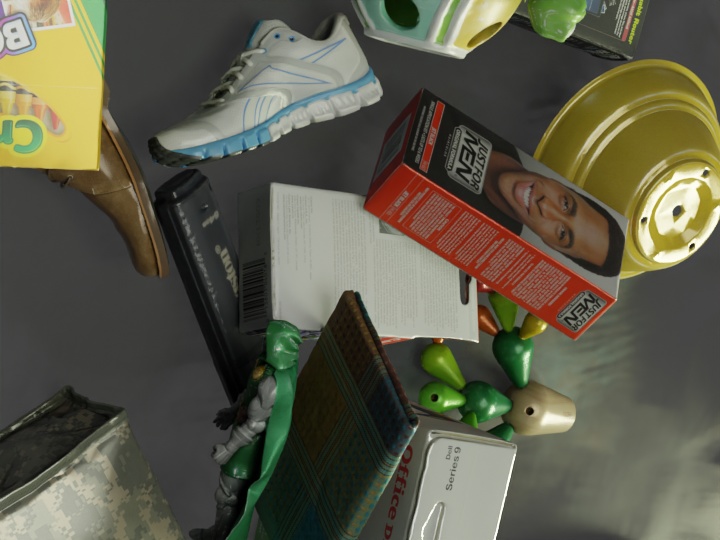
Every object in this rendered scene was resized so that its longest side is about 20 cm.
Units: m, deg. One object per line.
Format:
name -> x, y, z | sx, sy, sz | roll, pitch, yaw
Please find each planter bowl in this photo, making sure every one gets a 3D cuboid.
planter bowl -> 0.237, -0.064, 1.658 | 0.199, 0.083, 0.202 | -16, 124, -25

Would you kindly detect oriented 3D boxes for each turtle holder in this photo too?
turtle holder -> 0.074, -0.225, 1.510 | 0.184, 0.141, 0.133 | 14, 93, -5

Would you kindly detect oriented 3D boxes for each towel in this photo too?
towel -> -0.022, 0.134, 1.480 | 0.022, 0.147, 0.201 | 7, 129, -30

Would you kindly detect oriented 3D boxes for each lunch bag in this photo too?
lunch bag -> -0.232, 0.208, 1.431 | 0.200, 0.117, 0.165 | -36, 116, -26

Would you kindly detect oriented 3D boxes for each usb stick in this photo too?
usb stick -> -0.103, 0.022, 1.522 | 0.055, 0.032, 0.201 | -40, 118, -43

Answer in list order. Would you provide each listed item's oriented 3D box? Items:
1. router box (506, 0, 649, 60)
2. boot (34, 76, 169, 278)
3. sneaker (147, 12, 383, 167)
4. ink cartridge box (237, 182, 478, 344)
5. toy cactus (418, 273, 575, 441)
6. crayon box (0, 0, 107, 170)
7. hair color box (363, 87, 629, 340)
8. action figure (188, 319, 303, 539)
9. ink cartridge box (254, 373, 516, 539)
router box -> 0.172, -0.285, 1.621 | 0.149, 0.062, 0.202 | 16, 90, -32
boot -> -0.196, -0.077, 1.438 | 0.075, 0.074, 0.201 | -26, 106, -9
sneaker -> -0.079, -0.136, 1.497 | 0.199, 0.075, 0.087 | -26, 105, -34
ink cartridge box -> 0.000, 0.000, 1.557 | 0.199, 0.050, 0.110 | 6, 78, -38
toy cactus -> 0.118, 0.106, 1.653 | 0.164, 0.102, 0.202 | 11, 85, -42
crayon box -> -0.269, -0.159, 1.343 | 0.198, 0.058, 0.174 | 2, 98, -14
hair color box -> 0.107, -0.043, 1.565 | 0.199, 0.061, 0.102 | 31, 41, -14
action figure -> -0.082, 0.126, 1.490 | 0.054, 0.118, 0.201 | 17, 110, -6
ink cartridge box -> 0.014, 0.171, 1.527 | 0.087, 0.200, 0.147 | 10, 93, -33
